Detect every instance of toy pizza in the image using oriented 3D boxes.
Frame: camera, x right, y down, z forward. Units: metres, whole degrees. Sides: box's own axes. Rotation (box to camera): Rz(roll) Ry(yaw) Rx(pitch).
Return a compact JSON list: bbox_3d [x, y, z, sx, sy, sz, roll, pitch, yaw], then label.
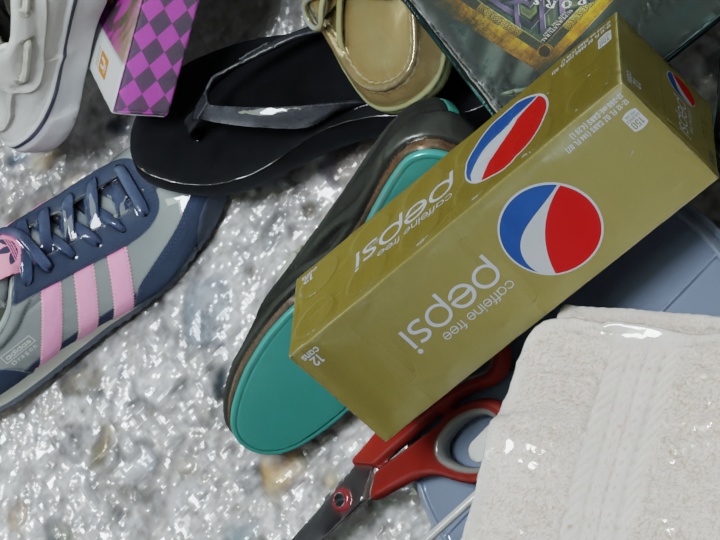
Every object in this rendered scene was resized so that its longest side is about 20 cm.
[{"bbox_3d":[0.104,0.059,1.268,0.199,0.032,0.202,-6,80,37],"label":"toy pizza"}]

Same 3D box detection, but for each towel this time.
[{"bbox_3d":[0.110,0.102,1.158,0.132,0.035,0.201,2,58,24],"label":"towel"}]

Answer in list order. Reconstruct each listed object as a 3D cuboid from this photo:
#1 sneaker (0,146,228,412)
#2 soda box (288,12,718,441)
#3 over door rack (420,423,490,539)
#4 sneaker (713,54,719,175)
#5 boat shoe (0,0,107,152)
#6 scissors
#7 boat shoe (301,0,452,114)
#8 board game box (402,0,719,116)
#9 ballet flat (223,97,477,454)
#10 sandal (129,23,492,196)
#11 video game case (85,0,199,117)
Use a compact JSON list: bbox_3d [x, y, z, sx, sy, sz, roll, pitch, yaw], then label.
[{"bbox_3d":[-0.151,-0.004,1.407,0.200,0.082,0.070,-43,60,7],"label":"sneaker"},{"bbox_3d":[0.060,-0.017,1.232,0.200,0.064,0.068,-40,22,24],"label":"soda box"},{"bbox_3d":[0.050,0.189,1.249,0.200,0.066,0.148,-48,61,22],"label":"over door rack"},{"bbox_3d":[0.188,-0.026,1.224,0.071,0.080,0.201,-19,69,21],"label":"sneaker"},{"bbox_3d":[-0.165,-0.123,1.372,0.200,0.065,0.072,122,138,-58],"label":"boat shoe"},{"bbox_3d":[-0.001,0.094,1.320,0.200,0.014,0.074,-33,67,32],"label":"scissors"},{"bbox_3d":[-0.012,-0.169,1.319,0.073,0.063,0.202,-19,78,31],"label":"boat shoe"},{"bbox_3d":[0.115,-0.159,1.272,0.200,0.028,0.136,-38,87,-2],"label":"board game box"},{"bbox_3d":[0.000,0.000,1.329,0.200,0.068,0.069,-53,22,28],"label":"ballet flat"},{"bbox_3d":[-0.022,-0.090,1.365,0.199,0.043,0.077,-14,61,17],"label":"sandal"},{"bbox_3d":[-0.110,-0.207,1.381,0.182,0.036,0.201,-119,39,-47],"label":"video game case"}]
